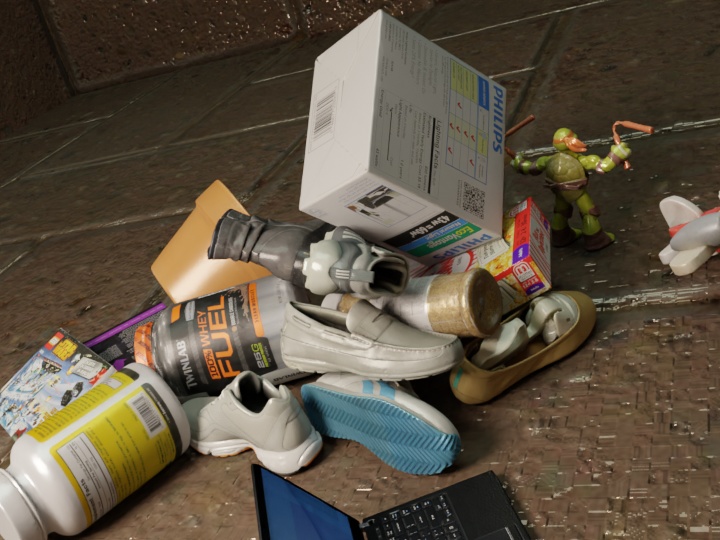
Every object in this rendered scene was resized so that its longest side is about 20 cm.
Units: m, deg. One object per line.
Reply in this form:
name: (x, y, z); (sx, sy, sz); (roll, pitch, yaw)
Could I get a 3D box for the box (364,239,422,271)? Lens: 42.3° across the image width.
box: (0.085, -0.037, 1.179); (0.196, 0.119, 0.060); (-17, 20, 7)

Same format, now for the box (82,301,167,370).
box: (-0.293, 0.113, 1.229); (0.141, 0.037, 0.199); (-28, 24, -19)

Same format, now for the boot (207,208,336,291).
boot: (-0.094, -0.044, 1.072); (0.129, 0.071, 0.200); (17, 13, 7)

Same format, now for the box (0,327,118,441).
box: (-0.375, 0.154, 1.144); (0.137, 0.040, 0.198); (-49, 33, -17)

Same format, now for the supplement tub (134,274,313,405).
supplement tub: (-0.152, 0.084, 1.076); (0.196, 0.125, 0.123); (-17, 23, 4)

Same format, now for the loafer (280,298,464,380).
loafer: (0.006, 0.064, 0.904); (0.196, 0.072, 0.070); (1, 11, 26)

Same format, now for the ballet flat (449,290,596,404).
ballet flat: (0.174, 0.066, 0.945); (0.198, 0.064, 0.068); (-33, 55, -25)

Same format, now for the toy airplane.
toy airplane: (0.401, -0.067, 0.976); (0.195, 0.144, 0.201); (-15, 24, 9)

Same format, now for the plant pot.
plant pot: (-0.175, 0.007, 1.203); (0.139, 0.201, 0.200); (-39, 27, -7)

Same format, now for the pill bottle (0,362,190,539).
pill bottle: (-0.280, 0.192, 0.947); (0.111, 0.115, 0.199); (9, 35, 46)

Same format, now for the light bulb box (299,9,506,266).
light bulb box: (0.052, -0.139, 1.037); (0.124, 0.197, 0.203); (-22, 55, 47)

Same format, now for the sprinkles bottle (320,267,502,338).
sprinkles bottle: (0.048, 0.042, 0.955); (0.197, 0.069, 0.068); (-10, 22, 41)

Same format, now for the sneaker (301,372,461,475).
sneaker: (0.028, 0.132, 0.902); (0.080, 0.078, 0.198); (-27, 27, -34)

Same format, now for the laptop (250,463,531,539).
laptop: (0.029, 0.201, 0.714); (0.196, 0.105, 0.178); (-20, 24, -3)

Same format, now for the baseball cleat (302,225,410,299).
baseball cleat: (0.000, 0.000, 0.942); (0.104, 0.071, 0.200); (11, 11, 6)

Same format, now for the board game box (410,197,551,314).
board game box: (0.120, 0.016, 1.043); (0.198, 0.047, 0.152); (-33, 17, 24)

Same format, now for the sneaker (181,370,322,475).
sneaker: (-0.124, 0.142, 0.969); (0.197, 0.094, 0.076); (2, 30, 40)

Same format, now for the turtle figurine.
turtle figurine: (0.266, -0.107, 1.136); (0.196, 0.164, 0.064); (0, 28, 35)
